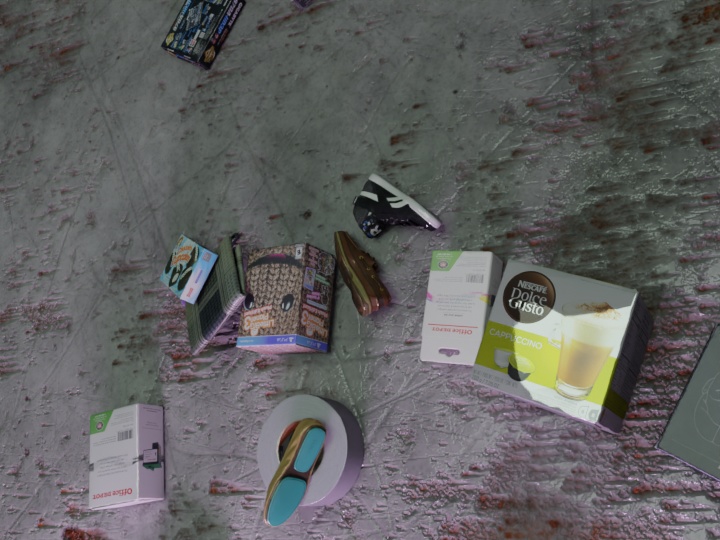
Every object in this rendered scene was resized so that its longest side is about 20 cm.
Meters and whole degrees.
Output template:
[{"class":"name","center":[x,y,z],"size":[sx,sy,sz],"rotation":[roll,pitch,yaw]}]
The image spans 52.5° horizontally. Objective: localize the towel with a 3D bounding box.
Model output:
[{"class":"towel","center":[-0.302,0.050,1.521],"size":[0.193,0.034,0.200],"rotation":[-49,38,24]}]

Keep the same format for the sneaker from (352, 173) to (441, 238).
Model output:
[{"class":"sneaker","center":[0.063,-0.097,1.414],"size":[0.200,0.073,0.112],"rotation":[40,99,40]}]

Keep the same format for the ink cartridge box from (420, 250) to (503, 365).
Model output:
[{"class":"ink cartridge box","center":[0.179,0.070,1.292],"size":[0.117,0.067,0.201],"rotation":[2,75,29]}]

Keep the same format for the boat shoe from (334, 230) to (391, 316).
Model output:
[{"class":"boat shoe","center":[0.000,0.000,1.423],"size":[0.067,0.072,0.201],"rotation":[-16,53,-12]}]

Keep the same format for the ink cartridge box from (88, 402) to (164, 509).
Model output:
[{"class":"ink cartridge box","center":[-0.500,0.399,1.562],"size":[0.145,0.084,0.201],"rotation":[-16,68,25]}]

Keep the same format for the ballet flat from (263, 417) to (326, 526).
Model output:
[{"class":"ballet flat","center":[-0.120,0.358,1.309],"size":[0.201,0.068,0.063],"rotation":[-62,30,-4]}]

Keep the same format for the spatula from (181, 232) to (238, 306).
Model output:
[{"class":"spatula","center":[-0.328,0.001,1.626],"size":[0.056,0.021,0.201],"rotation":[33,92,35]}]

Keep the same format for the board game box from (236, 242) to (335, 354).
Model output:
[{"class":"board game box","center":[-0.147,0.060,1.450],"size":[0.159,0.097,0.201],"rotation":[-7,71,36]}]

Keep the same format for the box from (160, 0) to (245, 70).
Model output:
[{"class":"box","center":[-0.398,-0.621,1.842],"size":[0.159,0.046,0.201],"rotation":[28,90,33]}]

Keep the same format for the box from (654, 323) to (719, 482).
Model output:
[{"class":"box","center":[0.549,0.210,1.008],"size":[0.199,0.124,0.197],"rotation":[27,87,32]}]

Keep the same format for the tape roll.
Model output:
[{"class":"tape roll","center":[-0.095,0.336,1.366],"size":[0.199,0.066,0.202],"rotation":[-8,71,26]}]

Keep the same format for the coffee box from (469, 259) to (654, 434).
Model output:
[{"class":"coffee box","center":[0.315,0.118,1.123],"size":[0.199,0.200,0.199],"rotation":[16,83,31]}]

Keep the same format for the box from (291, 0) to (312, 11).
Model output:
[{"class":"box","center":[-0.108,-0.735,1.716],"size":[0.200,0.044,0.161],"rotation":[-39,61,14]}]

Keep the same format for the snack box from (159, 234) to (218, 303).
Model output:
[{"class":"snack box","center":[-0.379,-0.007,1.598],"size":[0.200,0.037,0.117],"rotation":[22,85,60]}]
